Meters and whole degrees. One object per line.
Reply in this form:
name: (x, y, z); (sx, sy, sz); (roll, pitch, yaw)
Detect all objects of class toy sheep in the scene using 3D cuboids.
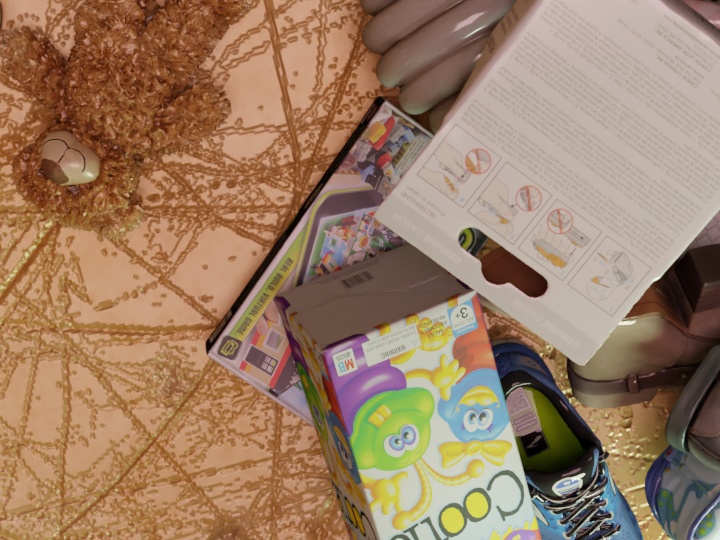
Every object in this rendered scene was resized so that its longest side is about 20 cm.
toy sheep: (0.068, -0.144, 1.186); (0.138, 0.138, 0.200); (-26, 92, -1)

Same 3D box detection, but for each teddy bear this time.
teddy bear: (-0.150, -0.120, 1.202); (0.145, 0.067, 0.200); (43, 92, -8)

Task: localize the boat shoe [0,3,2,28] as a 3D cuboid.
boat shoe: (-0.321, -0.164, 1.177); (0.199, 0.065, 0.072); (7, 98, -7)

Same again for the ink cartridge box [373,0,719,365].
ink cartridge box: (0.129, -0.071, 1.117); (0.162, 0.057, 0.200); (35, 110, -10)

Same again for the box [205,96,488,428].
box: (0.000, 0.000, 1.252); (0.110, 0.035, 0.200); (34, 94, -10)

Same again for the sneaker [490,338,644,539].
sneaker: (0.129, 0.143, 1.261); (0.078, 0.089, 0.200); (-31, 101, 1)

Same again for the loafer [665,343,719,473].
loafer: (0.267, 0.038, 1.186); (0.063, 0.072, 0.200); (35, 92, 30)

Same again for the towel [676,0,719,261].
towel: (0.261, -0.078, 1.195); (0.199, 0.032, 0.191); (3, 130, -13)

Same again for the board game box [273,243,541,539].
board game box: (0.033, 0.101, 1.206); (0.105, 0.103, 0.200); (-22, 114, -12)

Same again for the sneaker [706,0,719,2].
sneaker: (0.205, -0.132, 1.229); (0.079, 0.078, 0.200); (-33, 102, -5)

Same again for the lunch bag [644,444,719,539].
lunch bag: (0.297, 0.125, 1.267); (0.161, 0.082, 0.200); (33, 96, -28)

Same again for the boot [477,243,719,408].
boot: (0.156, 0.039, 1.223); (0.199, 0.146, 0.070); (-1, 57, -10)
